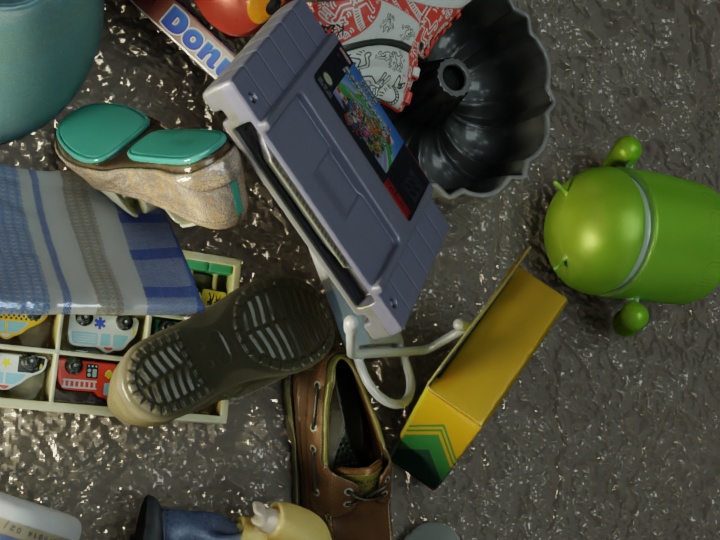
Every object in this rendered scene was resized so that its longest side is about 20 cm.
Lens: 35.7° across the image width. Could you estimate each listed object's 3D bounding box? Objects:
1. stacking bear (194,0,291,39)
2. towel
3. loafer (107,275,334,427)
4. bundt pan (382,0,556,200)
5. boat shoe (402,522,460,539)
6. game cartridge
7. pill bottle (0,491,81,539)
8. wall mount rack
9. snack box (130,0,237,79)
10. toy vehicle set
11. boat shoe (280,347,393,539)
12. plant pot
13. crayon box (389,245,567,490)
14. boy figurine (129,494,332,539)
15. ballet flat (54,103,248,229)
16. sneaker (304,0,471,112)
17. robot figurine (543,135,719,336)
[{"bbox_3d":[-0.111,-0.227,0.730,0.122,0.114,0.200,-50,142,-1],"label":"stacking bear"},{"bbox_3d":[-0.213,-0.024,0.738,0.199,0.024,0.147,3,39,-32],"label":"towel"},{"bbox_3d":[-0.100,0.056,0.790,0.200,0.067,0.076,-16,85,-46],"label":"loafer"},{"bbox_3d":[0.059,-0.150,0.929,0.201,0.076,0.203,5,80,-27],"label":"bundt pan"},{"bbox_3d":[0.050,0.303,0.880,0.064,0.070,0.201,46,49,-53],"label":"boat shoe"},{"bbox_3d":[-0.013,-0.070,0.741,0.200,0.038,0.130,55,41,-22],"label":"game cartridge"},{"bbox_3d":[-0.255,0.232,0.678,0.111,0.111,0.201,26,71,-25],"label":"pill bottle"},{"bbox_3d":[0.000,0.000,0.833,0.173,0.074,0.201,3,60,-54],"label":"wall mount rack"},{"bbox_3d":[-0.099,-0.150,0.816,0.200,0.072,0.024,43,96,-2],"label":"snack box"},{"bbox_3d":[-0.185,0.040,0.794,0.199,0.026,0.125,9,79,-29],"label":"toy vehicle set"},{"bbox_3d":[-0.012,0.159,0.855,0.072,0.068,0.201,-18,92,-31],"label":"boat shoe"},{"bbox_3d":[-0.251,-0.191,0.724,0.199,0.135,0.201,4,82,-30],"label":"plant pot"},{"bbox_3d":[0.089,0.080,0.849,0.051,0.200,0.127,35,65,9],"label":"crayon box"},{"bbox_3d":[-0.067,0.216,0.797,0.199,0.065,0.125,16,120,-17],"label":"boy figurine"},{"bbox_3d":[-0.143,-0.064,0.750,0.068,0.200,0.067,-38,125,-24],"label":"ballet flat"},{"bbox_3d":[0.032,-0.181,0.848,0.201,0.067,0.108,-21,115,-45],"label":"sneaker"},{"bbox_3d":[0.252,-0.031,1.006,0.199,0.116,0.176,6,80,-29],"label":"robot figurine"}]
